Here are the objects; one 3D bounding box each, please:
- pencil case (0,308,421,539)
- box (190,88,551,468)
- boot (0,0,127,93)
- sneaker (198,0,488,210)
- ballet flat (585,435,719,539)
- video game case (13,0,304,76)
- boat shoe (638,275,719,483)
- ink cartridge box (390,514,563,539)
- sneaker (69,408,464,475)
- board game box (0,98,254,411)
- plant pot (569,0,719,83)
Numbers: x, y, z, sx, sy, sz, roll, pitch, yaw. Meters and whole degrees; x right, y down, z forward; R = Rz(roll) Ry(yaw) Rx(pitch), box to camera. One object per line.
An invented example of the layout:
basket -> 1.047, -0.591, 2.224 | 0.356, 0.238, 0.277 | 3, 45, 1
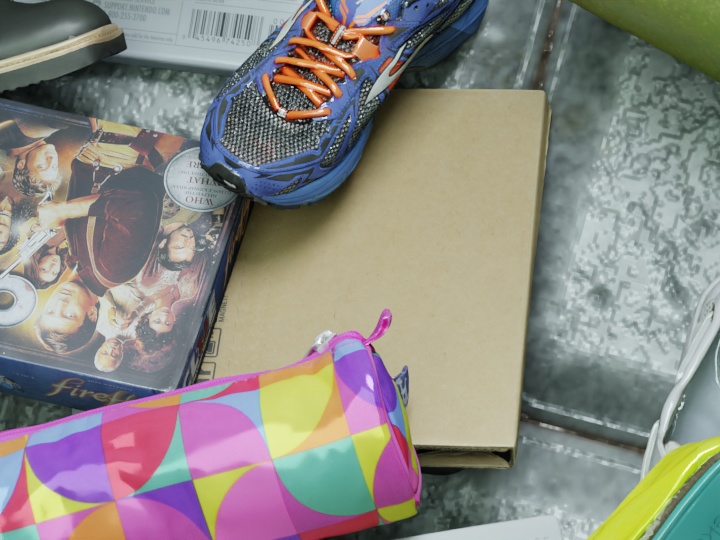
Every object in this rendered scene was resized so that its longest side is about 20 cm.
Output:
pencil case -> -0.069, 0.085, 1.195 | 0.199, 0.088, 0.089 | -18, 78, 6
box -> 0.000, 0.000, 1.296 | 0.163, 0.021, 0.201 | 1, 55, 10
boot -> -0.216, -0.151, 1.356 | 0.199, 0.077, 0.139 | -5, 99, 21
sneaker -> -0.007, -0.108, 1.288 | 0.075, 0.079, 0.200 | 30, 57, 13
ballet flat -> 0.101, 0.147, 1.198 | 0.200, 0.067, 0.067 | -47, 109, -7
video game case -> -0.094, -0.191, 1.394 | 0.199, 0.023, 0.183 | 8, 83, 15
boat shoe -> 0.156, 0.094, 1.266 | 0.070, 0.069, 0.201 | 9, 85, 10
ink cartridge box -> 0.009, 0.193, 1.214 | 0.083, 0.199, 0.146 | -23, 76, 45
sneaker -> -0.042, 0.085, 1.321 | 0.199, 0.074, 0.089 | 10, 97, 17
board game box -> -0.159, -0.012, 1.278 | 0.199, 0.035, 0.136 | 12, 58, 7
plant pot -> 0.186, -0.154, 1.250 | 0.184, 0.200, 0.201 | 23, 87, 27
